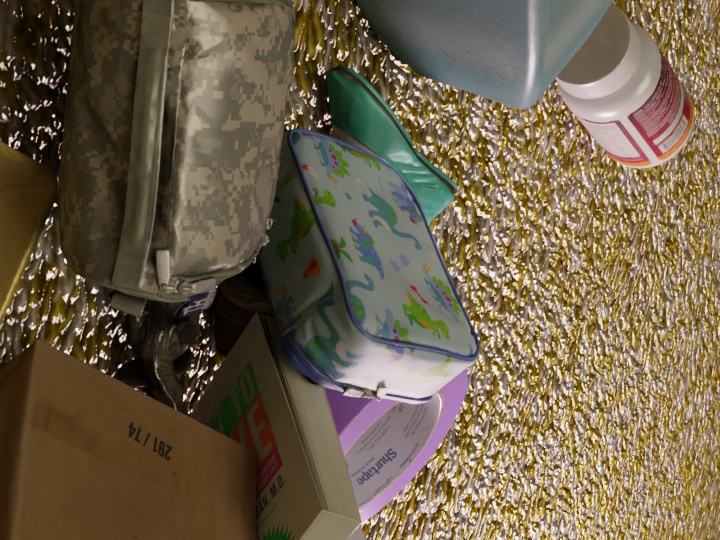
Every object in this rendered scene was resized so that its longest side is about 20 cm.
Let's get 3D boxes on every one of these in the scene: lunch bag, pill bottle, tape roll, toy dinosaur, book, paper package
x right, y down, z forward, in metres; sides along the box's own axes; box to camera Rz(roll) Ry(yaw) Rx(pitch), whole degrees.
[{"bbox_3d":[0.000,0.000,0.972,0.160,0.201,0.082,14,135,-46],"label":"lunch bag"},{"bbox_3d":[0.270,-0.192,1.347,0.200,0.109,0.110,34,77,-55],"label":"pill bottle"},{"bbox_3d":[-0.001,0.133,1.087,0.200,0.066,0.201,-37,152,-23],"label":"tape roll"},{"bbox_3d":[-0.130,0.013,0.915,0.102,0.076,0.202,135,-30,-72],"label":"toy dinosaur"},{"bbox_3d":[-0.070,0.145,0.912,0.048,0.201,0.134,24,115,-31],"label":"book"},{"bbox_3d":[-0.164,0.172,0.799,0.199,0.103,0.192,33,42,-40],"label":"paper package"},{"bbox_3d":[-0.114,-0.089,0.773,0.168,0.138,0.202,-80,179,-76],"label":"lunch bag"}]

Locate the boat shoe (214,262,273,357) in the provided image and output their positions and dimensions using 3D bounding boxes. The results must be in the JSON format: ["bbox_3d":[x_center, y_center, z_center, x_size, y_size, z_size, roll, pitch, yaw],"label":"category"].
[{"bbox_3d":[-0.044,0.036,1.046,0.199,0.072,0.068,2,113,-51],"label":"boat shoe"}]

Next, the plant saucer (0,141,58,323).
[{"bbox_3d":[-0.282,-0.002,0.709,0.200,0.048,0.201,33,78,-55],"label":"plant saucer"}]

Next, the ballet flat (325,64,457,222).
[{"bbox_3d":[0.017,-0.090,1.079,0.071,0.067,0.200,-53,141,-4],"label":"ballet flat"}]

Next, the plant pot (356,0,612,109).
[{"bbox_3d":[0.109,-0.249,1.036,0.196,0.195,0.201,-49,147,-30],"label":"plant pot"}]

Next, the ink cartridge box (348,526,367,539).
[{"bbox_3d":[-0.085,0.252,0.968,0.199,0.117,0.068,-35,157,13],"label":"ink cartridge box"}]
